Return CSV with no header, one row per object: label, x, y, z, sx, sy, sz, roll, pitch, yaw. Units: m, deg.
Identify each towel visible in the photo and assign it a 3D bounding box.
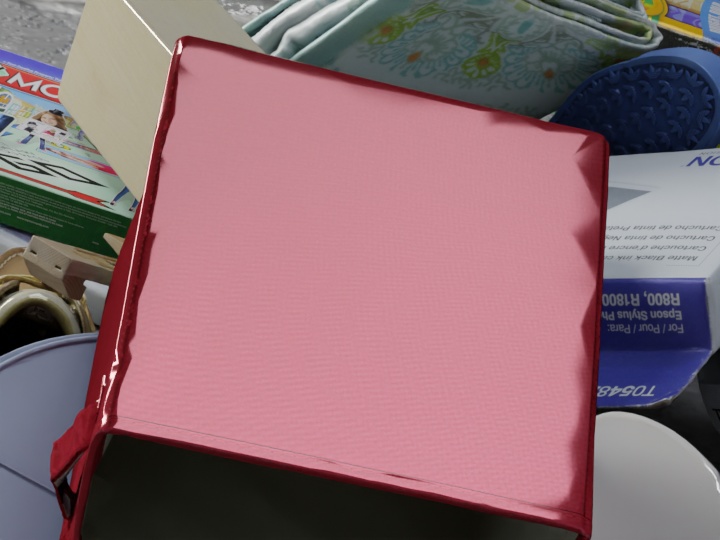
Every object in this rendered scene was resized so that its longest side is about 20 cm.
towel,0.037,-0.112,1.369,0.171,0.199,0.048,19,54,-43

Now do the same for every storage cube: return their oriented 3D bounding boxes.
storage cube,-0.012,0.047,0.980,0.199,0.171,0.181,12,54,-7

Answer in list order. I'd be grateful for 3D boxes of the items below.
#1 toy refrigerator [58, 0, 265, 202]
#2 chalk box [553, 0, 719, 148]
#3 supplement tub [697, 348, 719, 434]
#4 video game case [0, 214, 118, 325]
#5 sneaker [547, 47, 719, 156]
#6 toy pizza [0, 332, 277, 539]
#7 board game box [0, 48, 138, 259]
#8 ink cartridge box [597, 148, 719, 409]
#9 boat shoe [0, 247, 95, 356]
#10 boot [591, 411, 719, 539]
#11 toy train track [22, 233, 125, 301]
toy refrigerator,-0.073,-0.069,1.260,0.070,0.076,0.200,4,28,-34
chalk box,0.182,-0.110,1.528,0.199,0.125,0.124,21,29,7
supplement tub,0.259,0.044,1.216,0.122,0.123,0.200,1,0,-26
video game case,-0.125,-0.032,1.341,0.199,0.023,0.182,27,31,19
sneaker,0.145,-0.073,1.385,0.078,0.200,0.070,-28,88,-38
toy pizza,-0.091,0.116,1.037,0.199,0.032,0.201,11,54,-16
board game box,-0.138,-0.055,1.324,0.199,0.029,0.135,18,29,6
ink cartridge box,0.106,0.000,1.253,0.199,0.041,0.200,-2,27,36
boat shoe,-0.147,0.038,1.159,0.074,0.067,0.200,10,29,-11
boot,0.158,0.150,1.087,0.200,0.073,0.090,53,1,34
toy train track,-0.095,0.017,1.165,0.114,0.033,0.200,30,4,25
